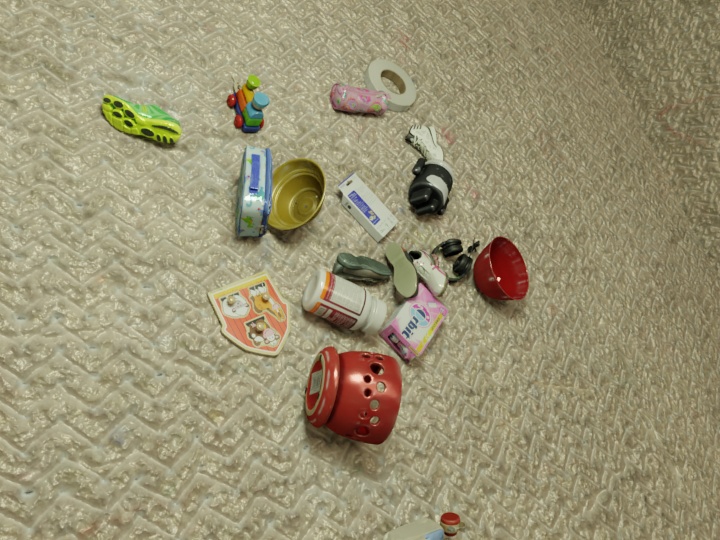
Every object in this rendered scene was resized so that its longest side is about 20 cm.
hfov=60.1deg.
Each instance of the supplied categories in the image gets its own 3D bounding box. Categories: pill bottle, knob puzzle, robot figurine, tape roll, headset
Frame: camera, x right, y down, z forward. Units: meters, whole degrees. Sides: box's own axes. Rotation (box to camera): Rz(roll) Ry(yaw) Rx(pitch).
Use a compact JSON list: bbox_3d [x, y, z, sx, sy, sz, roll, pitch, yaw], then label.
[{"bbox_3d":[-0.039,0.083,1.569,0.197,0.109,0.111,25,51,-20],"label":"pill bottle"},{"bbox_3d":[-0.242,0.108,1.469,0.216,0.030,0.224,18,55,-26],"label":"knob puzzle"},{"bbox_3d":[0.220,-0.260,1.949,0.123,0.152,0.202,18,49,13],"label":"robot figurine"},{"bbox_3d":[0.105,-0.641,2.157,0.200,0.037,0.206,17,54,-25],"label":"tape roll"},{"bbox_3d":[0.293,-0.039,1.914,0.198,0.094,0.125,-31,86,-26],"label":"headset"}]

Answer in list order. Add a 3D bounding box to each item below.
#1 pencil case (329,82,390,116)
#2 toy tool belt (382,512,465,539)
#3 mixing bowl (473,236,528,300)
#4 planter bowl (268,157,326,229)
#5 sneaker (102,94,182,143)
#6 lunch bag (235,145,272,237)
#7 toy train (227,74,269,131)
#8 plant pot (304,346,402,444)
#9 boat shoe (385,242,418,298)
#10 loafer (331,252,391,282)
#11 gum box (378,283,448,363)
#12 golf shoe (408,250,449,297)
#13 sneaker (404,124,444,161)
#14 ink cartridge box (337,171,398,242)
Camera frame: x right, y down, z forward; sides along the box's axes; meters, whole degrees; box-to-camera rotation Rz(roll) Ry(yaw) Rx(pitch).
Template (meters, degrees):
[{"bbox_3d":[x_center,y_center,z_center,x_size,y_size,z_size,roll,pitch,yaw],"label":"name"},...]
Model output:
[{"bbox_3d":[0.000,-0.550,1.997,0.197,0.087,0.089,-2,64,-34],"label":"pencil case"},{"bbox_3d":[0.141,0.625,1.378,0.197,0.124,0.126,-5,97,-33],"label":"toy tool belt"},{"bbox_3d":[0.417,0.009,1.915,0.198,0.108,0.204,22,57,-37],"label":"mixing bowl"},{"bbox_3d":[-0.160,-0.185,1.637,0.083,0.197,0.204,39,36,-57],"label":"planter bowl"},{"bbox_3d":[-0.541,-0.376,1.543,0.197,0.075,0.084,21,28,-19],"label":"sneaker"},{"bbox_3d":[-0.263,-0.195,1.545,0.081,0.162,0.204,4,59,-13],"label":"lunch bag"},{"bbox_3d":[-0.315,-0.500,1.729,0.083,0.116,0.203,-7,67,-37],"label":"toy train"},{"bbox_3d":[-0.023,0.279,1.408,0.179,0.201,0.204,13,56,-18],"label":"plant pot"},{"bbox_3d":[0.124,0.005,1.730,0.063,0.071,0.202,43,18,-42],"label":"boat shoe"},{"bbox_3d":[0.000,0.000,1.688,0.198,0.063,0.072,14,28,-44],"label":"loafer"},{"bbox_3d":[0.145,0.144,1.686,0.113,0.066,0.200,43,48,-2],"label":"gum box"},{"bbox_3d":[0.188,0.008,1.767,0.091,0.074,0.201,17,23,-20],"label":"golf shoe"},{"bbox_3d":[0.205,-0.406,2.071,0.113,0.076,0.204,5,52,-22],"label":"sneaker"},{"bbox_3d":[0.015,-0.185,1.818,0.201,0.039,0.099,48,48,-2],"label":"ink cartridge box"}]
